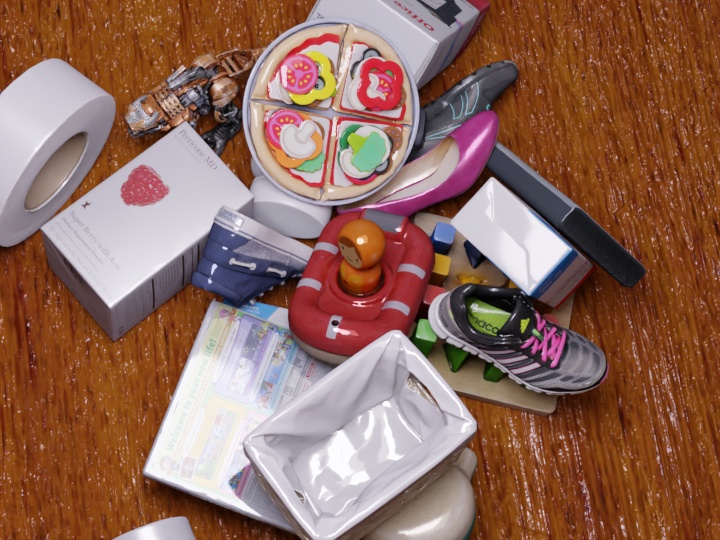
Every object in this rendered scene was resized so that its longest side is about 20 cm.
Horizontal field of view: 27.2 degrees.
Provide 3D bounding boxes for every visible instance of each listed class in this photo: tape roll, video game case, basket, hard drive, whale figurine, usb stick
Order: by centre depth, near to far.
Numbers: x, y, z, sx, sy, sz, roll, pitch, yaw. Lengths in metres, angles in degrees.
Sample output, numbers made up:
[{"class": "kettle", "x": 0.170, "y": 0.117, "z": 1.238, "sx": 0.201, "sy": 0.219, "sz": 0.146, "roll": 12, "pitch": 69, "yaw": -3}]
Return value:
[{"class": "basket", "x": -0.003, "y": 0.179, "z": 1.474, "sx": 0.200, "sy": 0.123, "sz": 0.136, "roll": -34, "pitch": 73, "yaw": -18}, {"class": "video game case", "x": -0.106, "y": 0.153, "z": 1.550, "sx": 0.182, "sy": 0.022, "sz": 0.201, "roll": 21, "pitch": 70, "yaw": -2}, {"class": "tape roll", "x": -0.351, "y": -0.125, "z": 1.589, "sx": 0.071, "sy": 0.203, "sz": 0.203, "roll": 36, "pitch": 70, "yaw": 4}, {"class": "whale figurine", "x": 0.049, "y": 0.228, "z": 1.590, "sx": 0.159, "sy": 0.104, "sz": 0.200, "roll": -17, "pitch": 50, "yaw": -4}, {"class": "usb stick", "x": -0.016, "y": -0.184, "z": 1.631, "sx": 0.199, "sy": 0.033, "sz": 0.056, "roll": 19, "pitch": 71, "yaw": -21}, {"class": "hard drive", "x": 0.216, "y": -0.066, "z": 1.633, "sx": 0.033, "sy": 0.200, "sz": 0.139, "roll": -48, "pitch": 126, "yaw": 6}]

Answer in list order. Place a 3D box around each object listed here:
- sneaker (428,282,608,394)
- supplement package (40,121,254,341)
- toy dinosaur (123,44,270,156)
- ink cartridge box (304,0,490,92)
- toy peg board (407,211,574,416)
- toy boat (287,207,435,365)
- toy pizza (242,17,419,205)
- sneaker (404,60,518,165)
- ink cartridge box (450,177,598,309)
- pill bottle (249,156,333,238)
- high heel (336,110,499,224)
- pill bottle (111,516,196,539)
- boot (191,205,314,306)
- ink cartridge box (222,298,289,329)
[{"class": "sneaker", "x": 0.169, "y": 0.068, "z": 1.550, "sx": 0.199, "sy": 0.087, "sz": 0.074, "roll": 25, "pitch": 69, "yaw": 1}, {"class": "supplement package", "x": -0.229, "y": -0.043, "z": 1.620, "sx": 0.200, "sy": 0.120, "sz": 0.121, "roll": -39, "pitch": 79, "yaw": -19}, {"class": "toy dinosaur", "x": -0.170, "y": -0.197, "z": 1.673, "sx": 0.199, "sy": 0.136, "sz": 0.102, "roll": -11, "pitch": 72, "yaw": -11}, {"class": "ink cartridge box", "x": 0.046, "y": -0.293, "z": 1.710, "sx": 0.146, "sy": 0.083, "sz": 0.200, "roll": 36, "pitch": 31, "yaw": 4}, {"class": "toy peg board", "x": 0.144, "y": 0.035, "z": 1.657, "sx": 0.199, "sy": 0.098, "sz": 0.200, "roll": 14, "pitch": 70, "yaw": -3}, {"class": "toy boat", "x": 0.000, "y": 0.000, "z": 1.551, "sx": 0.130, "sy": 0.131, "sz": 0.200, "roll": 13, "pitch": 52, "yaw": 12}, {"class": "toy pizza", "x": -0.027, "y": -0.168, "z": 1.590, "sx": 0.199, "sy": 0.032, "sz": 0.201, "roll": -3, "pitch": 100, "yaw": -19}, {"class": "sneaker", "x": 0.111, "y": -0.174, "z": 1.748, "sx": 0.200, "sy": 0.075, "sz": 0.079, "roll": -35, "pitch": 93, "yaw": -11}, {"class": "ink cartridge box", "x": 0.179, "y": -0.024, "z": 1.583, "sx": 0.116, "sy": 0.200, "sz": 0.067, "roll": 44, "pitch": 97, "yaw": 18}, {"class": "pill bottle", "x": -0.059, "y": -0.146, "z": 1.684, "sx": 0.113, "sy": 0.113, "sz": 0.201, "roll": 16, "pitch": 70, "yaw": -2}, {"class": "high heel", "x": 0.064, "y": -0.113, "z": 1.651, "sx": 0.096, "sy": 0.200, "sz": 0.067, "roll": 28, "pitch": 27, "yaw": -37}, {"class": "pill bottle", "x": -0.187, "y": 0.358, "z": 1.491, "sx": 0.114, "sy": 0.114, "sz": 0.201, "roll": -18, "pitch": 75, "yaw": -13}, {"class": "boot", "x": -0.111, "y": -0.003, "z": 1.607, "sx": 0.073, "sy": 0.200, "sz": 0.091, "roll": 27, "pitch": 90, "yaw": 32}, {"class": "ink cartridge box", "x": -0.113, "y": 0.141, "z": 1.601, "sx": 0.115, "sy": 0.067, "sz": 0.201, "roll": 13, "pitch": 70, "yaw": -4}]
